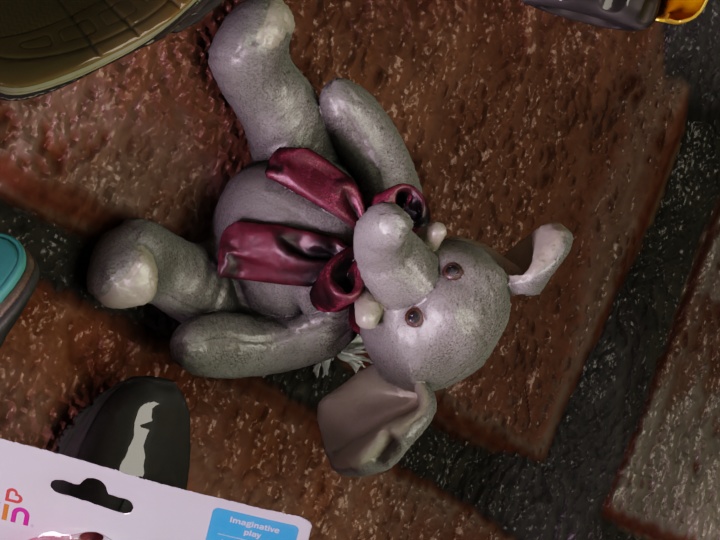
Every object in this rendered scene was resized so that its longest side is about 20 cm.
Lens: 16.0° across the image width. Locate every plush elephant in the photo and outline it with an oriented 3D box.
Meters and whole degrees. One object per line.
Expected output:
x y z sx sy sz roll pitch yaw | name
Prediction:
0.000 0.000 1.182 0.165 0.154 0.200 -57 134 -19 | plush elephant

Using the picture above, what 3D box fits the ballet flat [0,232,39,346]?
-0.211 0.061 1.048 0.200 0.068 0.069 -35 135 -23 | ballet flat

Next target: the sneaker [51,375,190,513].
-0.102 0.149 1.165 0.076 0.090 0.201 7 94 -46 | sneaker

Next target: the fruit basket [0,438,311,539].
-0.129 0.162 1.048 0.094 0.184 0.201 -77 -177 -54 | fruit basket

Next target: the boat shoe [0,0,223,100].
-0.090 -0.131 1.116 0.201 0.072 0.066 -42 163 -22 | boat shoe

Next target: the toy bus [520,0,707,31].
0.084 -0.193 1.237 0.192 0.199 0.137 -7 112 -85 | toy bus
